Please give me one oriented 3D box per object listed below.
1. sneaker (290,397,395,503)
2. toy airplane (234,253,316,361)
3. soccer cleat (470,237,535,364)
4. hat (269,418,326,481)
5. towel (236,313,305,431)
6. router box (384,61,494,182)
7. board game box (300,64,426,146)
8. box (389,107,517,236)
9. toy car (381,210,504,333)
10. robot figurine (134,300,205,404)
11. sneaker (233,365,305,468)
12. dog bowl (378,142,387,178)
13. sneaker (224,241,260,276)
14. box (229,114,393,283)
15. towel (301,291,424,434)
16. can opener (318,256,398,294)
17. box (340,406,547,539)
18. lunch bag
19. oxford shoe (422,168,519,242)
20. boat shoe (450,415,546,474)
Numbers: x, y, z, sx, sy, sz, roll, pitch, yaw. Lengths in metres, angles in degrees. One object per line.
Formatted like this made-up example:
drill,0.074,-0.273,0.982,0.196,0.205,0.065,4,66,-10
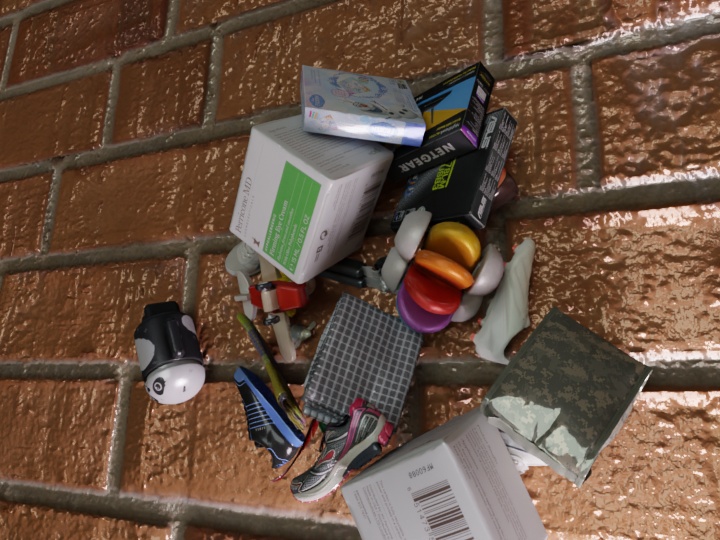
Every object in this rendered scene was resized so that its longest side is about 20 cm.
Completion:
sneaker,-0.037,0.268,0.878,0.075,0.081,0.200,46,109,2
toy airplane,-0.151,0.040,1.103,0.138,0.203,0.201,-16,53,-28
soccer cleat,0.245,0.050,0.944,0.076,0.069,0.205,24,92,19
hat,-0.047,0.221,0.971,0.162,0.175,0.206,-18,69,22
towel,-0.157,0.179,1.050,0.022,0.145,0.202,-29,56,-8
router box,0.127,-0.249,1.011,0.197,0.051,0.152,-16,48,49
board game box,-0.003,-0.282,0.997,0.193,0.044,0.202,6,36,-11
box,0.152,-0.156,0.984,0.191,0.047,0.204,-6,57,55
toy car,0.115,0.023,0.920,0.171,0.202,0.152,25,56,2
robot figurine,-0.385,0.165,1.181,0.122,0.151,0.204,-24,66,3
sneaker,-0.186,0.269,1.089,0.078,0.070,0.200,-46,62,2
dog bowl,-0.020,-0.229,1.147,0.195,0.058,0.207,-7,73,24
sneaker,-0.199,-0.056,1.176,0.197,0.080,0.078,-30,67,17
box,-0.083,-0.132,0.996,0.170,0.199,0.202,35,126,18
towel,0.006,0.157,0.950,0.162,0.086,0.204,25,61,-8
can opener,0.000,0.000,1.089,0.195,0.054,0.067,11,46,26
box,0.117,0.335,0.824,0.198,0.170,0.203,-33,77,30
lunch bag,0.278,0.181,0.820,0.163,0.119,0.199,34,56,28
oxford shoe,0.181,-0.097,1.009,0.198,0.072,0.072,-36,32,35
boat shoe,0.227,0.273,0.888,0.194,0.072,0.068,5,97,20
